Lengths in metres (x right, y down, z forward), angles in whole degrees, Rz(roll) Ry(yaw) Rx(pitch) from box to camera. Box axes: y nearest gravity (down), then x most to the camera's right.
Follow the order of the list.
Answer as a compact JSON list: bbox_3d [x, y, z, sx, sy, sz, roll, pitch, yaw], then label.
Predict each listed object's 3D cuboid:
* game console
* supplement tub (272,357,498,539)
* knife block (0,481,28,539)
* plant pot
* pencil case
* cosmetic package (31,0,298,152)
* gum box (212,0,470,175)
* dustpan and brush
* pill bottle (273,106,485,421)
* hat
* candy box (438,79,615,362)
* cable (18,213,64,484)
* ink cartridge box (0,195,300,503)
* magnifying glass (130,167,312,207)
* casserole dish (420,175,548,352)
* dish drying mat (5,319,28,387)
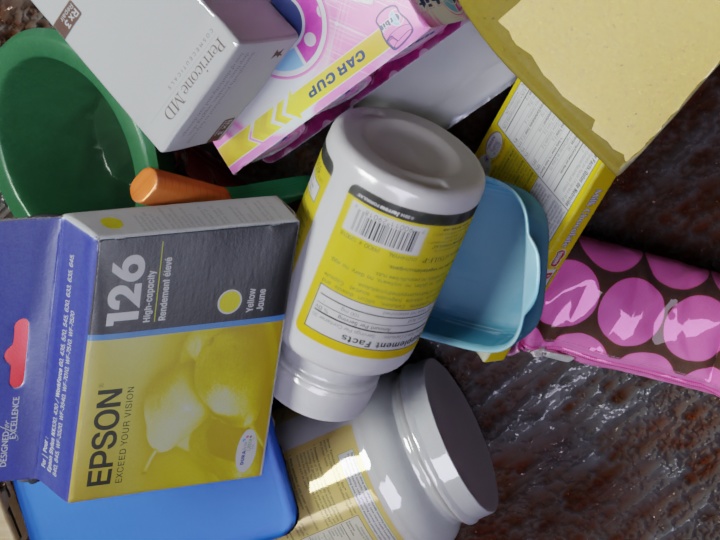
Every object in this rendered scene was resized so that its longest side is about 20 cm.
[{"bbox_3d":[-0.152,0.115,1.506,0.199,0.171,0.119,-15,126,10],"label":"game console"},{"bbox_3d":[-0.013,0.160,1.534,0.199,0.146,0.146,-24,116,15],"label":"supplement tub"},{"bbox_3d":[-0.358,0.168,1.537,0.175,0.200,0.064,-27,123,-17],"label":"knife block"},{"bbox_3d":[0.148,-0.221,1.301,0.199,0.195,0.196,36,114,-10],"label":"plant pot"},{"bbox_3d":[0.205,0.037,1.491,0.199,0.094,0.091,13,157,-3],"label":"pencil case"},{"bbox_3d":[-0.145,-0.183,1.334,0.200,0.074,0.102,49,121,15],"label":"cosmetic package"},{"bbox_3d":[-0.038,-0.159,1.357,0.200,0.066,0.114,-33,85,34],"label":"gum box"},{"bbox_3d":[0.018,-0.191,1.399,0.139,0.057,0.200,-34,120,6],"label":"dustpan and brush"},{"bbox_3d":[0.000,0.000,1.397,0.111,0.112,0.201,19,120,-9],"label":"pill bottle"},{"bbox_3d":[-0.146,-0.096,1.466,0.165,0.176,0.201,2,112,40],"label":"hat"},{"bbox_3d":[0.109,-0.043,1.430,0.026,0.102,0.201,-5,136,-41],"label":"candy box"},{"bbox_3d":[-0.207,0.039,1.395,0.200,0.051,0.163,-37,102,11],"label":"cable"},{"bbox_3d":[-0.145,0.054,1.341,0.199,0.047,0.199,-7,122,-31],"label":"ink cartridge box"},{"bbox_3d":[-0.081,-0.040,1.392,0.080,0.022,0.199,-45,149,20],"label":"magnifying glass"},{"bbox_3d":[0.063,-0.013,1.436,0.039,0.199,0.122,-6,103,-42],"label":"casserole dish"},{"bbox_3d":[-0.275,0.067,1.369,0.199,0.018,0.077,-25,103,9],"label":"dish drying mat"}]
